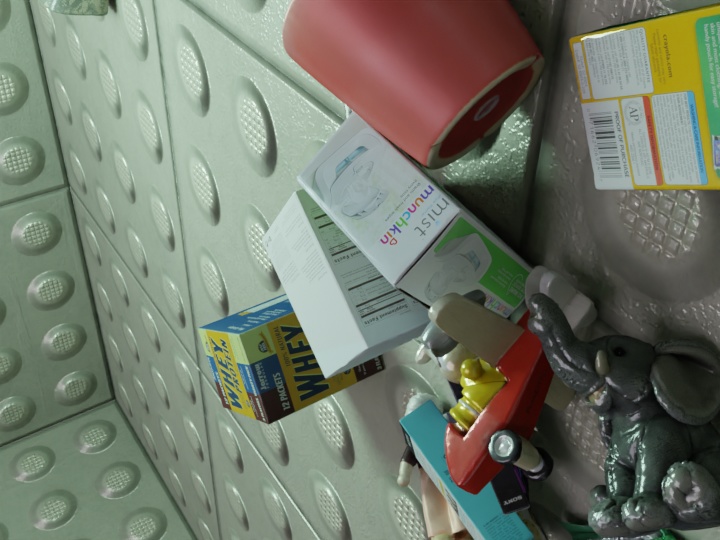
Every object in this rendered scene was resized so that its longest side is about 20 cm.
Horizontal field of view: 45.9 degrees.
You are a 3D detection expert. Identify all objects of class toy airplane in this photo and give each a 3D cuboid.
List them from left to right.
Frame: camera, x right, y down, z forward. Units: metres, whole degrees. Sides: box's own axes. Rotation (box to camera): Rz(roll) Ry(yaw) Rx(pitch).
[{"bbox_3d":[0.136,0.085,0.810,0.140,0.198,0.202,12,120,44],"label":"toy airplane"}]

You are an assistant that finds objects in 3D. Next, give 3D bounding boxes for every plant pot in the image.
[{"bbox_3d":[0.059,-0.205,0.777,0.178,0.200,0.201,50,149,12],"label":"plant pot"}]

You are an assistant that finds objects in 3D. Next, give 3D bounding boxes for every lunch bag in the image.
[{"bbox_3d":[-0.602,-0.639,1.747,0.200,0.139,0.169,46,129,37],"label":"lunch bag"}]

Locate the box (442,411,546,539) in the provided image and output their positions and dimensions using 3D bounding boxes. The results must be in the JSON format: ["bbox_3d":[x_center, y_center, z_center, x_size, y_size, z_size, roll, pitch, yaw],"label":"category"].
[{"bbox_3d":[0.163,0.265,1.062,0.201,0.041,0.039,62,152,16],"label":"box"}]

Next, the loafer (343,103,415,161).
[{"bbox_3d":[0.022,-0.174,0.973,0.071,0.073,0.202,0,109,63],"label":"loafer"}]

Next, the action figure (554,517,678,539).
[{"bbox_3d":[0.272,0.302,0.878,0.119,0.054,0.200,65,149,14],"label":"action figure"}]

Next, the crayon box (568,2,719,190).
[{"bbox_3d":[0.248,-0.124,0.614,0.200,0.051,0.127,11,118,60],"label":"crayon box"}]

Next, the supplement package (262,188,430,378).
[{"bbox_3d":[0.000,0.000,1.054,0.201,0.150,0.152,64,152,10],"label":"supplement package"}]

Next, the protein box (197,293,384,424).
[{"bbox_3d":[-0.109,0.118,1.286,0.198,0.199,0.136,-2,107,62],"label":"protein box"}]

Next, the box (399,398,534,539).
[{"bbox_3d":[0.124,0.255,1.005,0.200,0.049,0.082,52,169,30],"label":"box"}]

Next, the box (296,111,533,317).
[{"bbox_3d":[0.060,-0.039,0.856,0.177,0.097,0.200,47,-170,37],"label":"box"}]

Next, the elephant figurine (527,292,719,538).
[{"bbox_3d":[0.241,0.115,0.719,0.140,0.155,0.202,-18,64,23],"label":"elephant figurine"}]

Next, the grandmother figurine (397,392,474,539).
[{"bbox_3d":[0.101,0.254,1.096,0.060,0.121,0.201,-39,52,38],"label":"grandmother figurine"}]

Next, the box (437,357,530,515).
[{"bbox_3d":[0.137,0.155,0.952,0.201,0.036,0.143,66,-169,2],"label":"box"}]
